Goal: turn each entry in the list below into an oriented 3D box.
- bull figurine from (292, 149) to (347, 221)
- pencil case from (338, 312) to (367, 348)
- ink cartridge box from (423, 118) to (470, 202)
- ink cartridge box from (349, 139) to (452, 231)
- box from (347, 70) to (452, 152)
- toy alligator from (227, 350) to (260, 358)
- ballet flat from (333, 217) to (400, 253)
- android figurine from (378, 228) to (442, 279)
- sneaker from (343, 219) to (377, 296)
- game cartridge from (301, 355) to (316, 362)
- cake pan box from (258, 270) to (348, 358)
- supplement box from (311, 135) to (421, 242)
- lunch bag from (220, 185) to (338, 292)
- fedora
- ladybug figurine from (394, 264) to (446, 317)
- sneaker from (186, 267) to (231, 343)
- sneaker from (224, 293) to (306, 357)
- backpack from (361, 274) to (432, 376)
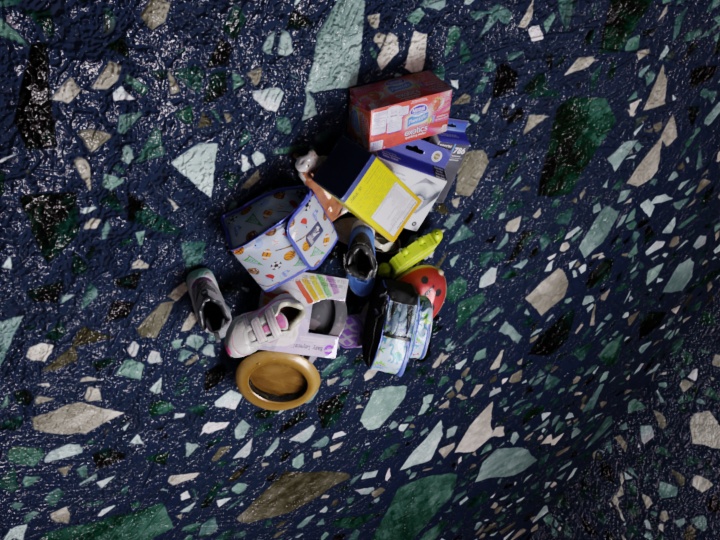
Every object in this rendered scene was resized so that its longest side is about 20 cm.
[{"bbox_3d":[-0.071,-0.186,1.613,0.120,0.065,0.202,-28,139,-16],"label":"bull figurine"},{"bbox_3d":[0.006,0.146,1.921,0.199,0.084,0.086,3,82,-59],"label":"pencil case"},{"bbox_3d":[0.184,-0.249,1.779,0.098,0.039,0.203,-2,127,-36],"label":"ink cartridge box"},{"bbox_3d":[0.091,-0.196,1.717,0.197,0.041,0.202,13,120,-31],"label":"ink cartridge box"},{"bbox_3d":[0.079,-0.326,1.579,0.197,0.096,0.101,-19,137,-24],"label":"box"},{"bbox_3d":[-0.221,0.206,1.863,0.197,0.054,0.060,-3,128,-36],"label":"toy alligator"},{"bbox_3d":[0.020,-0.076,1.785,0.197,0.067,0.069,6,121,-41],"label":"ballet flat"},{"bbox_3d":[0.120,-0.037,1.852,0.180,0.041,0.200,-34,171,-5],"label":"android figurine"},{"bbox_3d":[-0.001,0.000,1.720,0.075,0.112,0.203,7,129,1],"label":"sneaker"},{"bbox_3d":[-0.092,0.136,1.866,0.130,0.038,0.202,-58,172,-62],"label":"game cartridge"},{"bbox_3d":[-0.130,0.093,1.724,0.196,0.052,0.188,10,97,-15],"label":"cake pan box"},{"bbox_3d":[0.015,-0.162,1.578,0.110,0.109,0.199,-53,137,0],"label":"supplement box"},{"bbox_3d":[-0.156,-0.071,1.586,0.197,0.125,0.171,-28,142,3],"label":"lunch bag"},{"bbox_3d":[-0.191,0.237,1.807,0.196,0.082,0.204,-2,127,-2],"label":"fedora"},{"bbox_3d":[0.132,0.074,1.895,0.135,0.072,0.201,38,100,-8],"label":"ladybug figurine"},{"bbox_3d":[-0.308,0.108,1.632,0.077,0.141,0.202,-23,137,-7],"label":"sneaker"},{"bbox_3d":[-0.194,0.110,1.611,0.199,0.088,0.082,-37,105,-28],"label":"sneaker"},{"bbox_3d":[0.084,0.135,1.778,0.144,0.183,0.204,13,99,-7],"label":"backpack"}]
